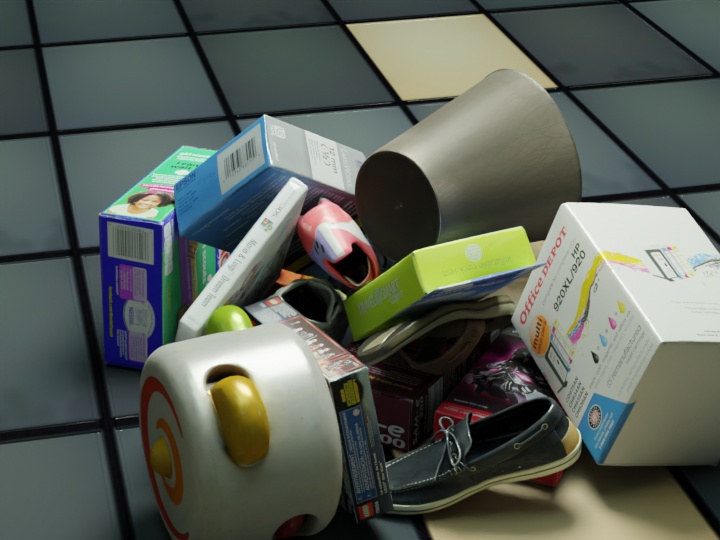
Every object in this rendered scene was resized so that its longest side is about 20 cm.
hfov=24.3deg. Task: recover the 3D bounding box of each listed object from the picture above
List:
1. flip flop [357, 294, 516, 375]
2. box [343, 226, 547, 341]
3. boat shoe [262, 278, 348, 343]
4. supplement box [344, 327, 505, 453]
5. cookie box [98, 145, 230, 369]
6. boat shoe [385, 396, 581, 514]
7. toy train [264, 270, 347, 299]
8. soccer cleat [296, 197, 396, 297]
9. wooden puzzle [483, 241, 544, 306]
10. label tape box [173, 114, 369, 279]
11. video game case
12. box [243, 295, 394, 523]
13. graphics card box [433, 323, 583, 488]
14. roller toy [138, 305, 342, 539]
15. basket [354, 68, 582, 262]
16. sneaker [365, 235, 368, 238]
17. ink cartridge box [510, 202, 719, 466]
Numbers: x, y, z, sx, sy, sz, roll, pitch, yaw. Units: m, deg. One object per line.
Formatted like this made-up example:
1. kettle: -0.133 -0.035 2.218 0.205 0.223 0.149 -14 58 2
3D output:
1. flip flop: 0.080 0.066 1.557 0.081 0.058 0.199 -24 -10 40
2. box: 0.075 0.011 1.555 0.121 0.048 0.200 -14 -10 -25
3. boat shoe: -0.047 0.042 1.634 0.074 0.067 0.200 51 23 6
4. supplement box: 0.052 0.095 1.629 0.108 0.061 0.200 15 29 28
5. cookie box: -0.195 -0.016 1.739 0.074 0.173 0.200 10 27 15
6. boat shoe: 0.092 0.158 1.454 0.198 0.063 0.075 -17 29 12
7. toy train: -0.065 0.030 1.761 0.115 0.085 0.200 16 29 -1
8. soccer cleat: 0.000 0.000 1.647 0.066 0.200 0.077 -35 55 6
9. wooden puzzle: 0.181 -0.004 1.747 0.184 0.046 0.201 18 39 -18
10. label tape box: -0.065 -0.068 1.660 0.199 0.143 0.067 16 52 -43
11. video game case: -0.119 0.025 1.571 0.024 0.200 0.183 33 63 6
12. box: -0.039 0.118 1.467 0.040 0.138 0.200 -18 23 -19
13. graphics card box: 0.162 0.123 1.582 0.124 0.051 0.200 13 28 23
14. roller toy: -0.107 0.144 1.386 0.139 0.184 0.200 -11 25 -22
15. basket: 0.100 -0.089 1.633 0.199 0.182 0.135 -22 4 -42
16. sneaker: -0.023 -0.052 1.753 0.198 0.075 0.107 -1 40 -5
17. ink cartridge box: 0.256 0.056 1.522 0.143 0.148 0.201 3 37 -27
